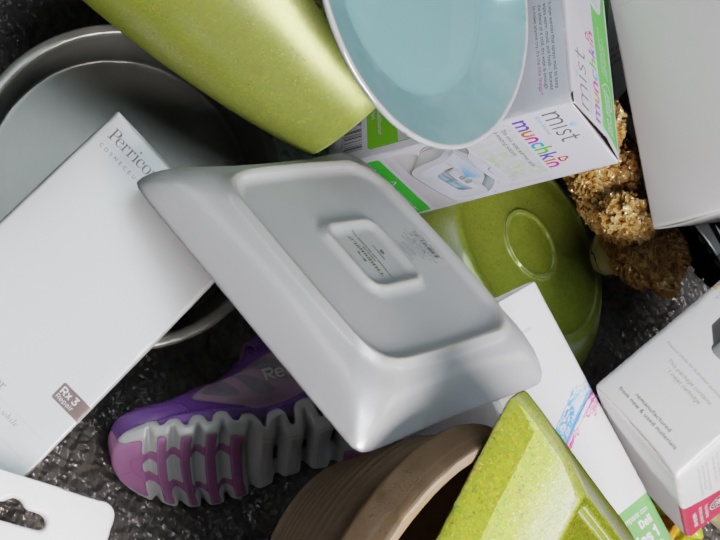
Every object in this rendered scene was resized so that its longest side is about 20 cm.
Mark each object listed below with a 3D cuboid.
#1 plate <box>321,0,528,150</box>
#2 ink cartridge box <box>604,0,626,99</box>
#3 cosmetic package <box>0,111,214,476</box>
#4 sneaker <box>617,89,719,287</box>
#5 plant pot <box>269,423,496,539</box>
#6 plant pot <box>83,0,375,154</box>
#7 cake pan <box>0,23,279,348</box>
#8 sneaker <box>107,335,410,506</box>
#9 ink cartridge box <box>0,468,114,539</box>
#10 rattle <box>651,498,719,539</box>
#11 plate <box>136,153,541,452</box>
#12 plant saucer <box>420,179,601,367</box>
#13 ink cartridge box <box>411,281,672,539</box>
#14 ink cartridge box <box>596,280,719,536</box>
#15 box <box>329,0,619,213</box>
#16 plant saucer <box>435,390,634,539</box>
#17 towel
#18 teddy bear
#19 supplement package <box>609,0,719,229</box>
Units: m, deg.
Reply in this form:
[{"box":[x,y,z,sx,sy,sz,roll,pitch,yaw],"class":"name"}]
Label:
[{"box":[0.032,-0.168,0.856,0.199,0.025,0.203,12,75,-49],"class":"plate"},{"box":[0.257,-0.159,1.193,0.087,0.144,0.202,-19,80,-58],"class":"ink cartridge box"},{"box":[-0.172,0.022,0.843,0.113,0.081,0.200,43,73,-5],"class":"cosmetic package"},{"box":[0.268,-0.063,1.119,0.087,0.076,0.201,-37,105,-3],"class":"sneaker"},{"box":[0.010,0.167,0.796,0.200,0.092,0.203,-34,135,-41],"class":"plant pot"},{"box":[-0.062,-0.174,0.880,0.200,0.186,0.187,49,53,-12],"class":"plant pot"},{"box":[-0.147,-0.050,0.924,0.197,0.037,0.203,3,80,-18],"class":"cake pan"},{"box":[-0.064,0.083,0.936,0.197,0.081,0.089,-10,51,-20],"class":"sneaker"},{"box":[-0.213,0.204,0.768,0.115,0.066,0.203,22,74,-25],"class":"ink cartridge box"},{"box":[0.271,0.221,1.111,0.200,0.129,0.144,43,61,-45],"class":"rattle"},{"box":[0.000,0.000,0.842,0.200,0.032,0.199,48,30,20],"class":"plate"},{"box":[0.116,-0.014,1.098,0.198,0.031,0.202,23,53,-34],"class":"plant saucer"},{"box":[0.093,0.128,0.978,0.083,0.144,0.202,-25,86,-38],"class":"ink cartridge box"},{"box":[0.260,0.067,0.983,0.199,0.148,0.086,-40,61,-6],"class":"ink cartridge box"},{"box":[0.072,-0.160,1.005,0.097,0.174,0.203,37,45,-54],"class":"box"},{"box":[0.086,0.193,0.787,0.202,0.047,0.200,-60,146,-14],"class":"plant saucer"},{"box":[-0.071,-0.134,1.035,0.198,0.048,0.174,15,64,-28],"class":"towel"},{"box":[0.174,-0.062,1.084,0.066,0.201,0.145,-35,49,-2],"class":"teddy bear"},{"box":[0.260,-0.140,1.019,0.120,0.119,0.203,-6,84,-41],"class":"supplement package"}]
